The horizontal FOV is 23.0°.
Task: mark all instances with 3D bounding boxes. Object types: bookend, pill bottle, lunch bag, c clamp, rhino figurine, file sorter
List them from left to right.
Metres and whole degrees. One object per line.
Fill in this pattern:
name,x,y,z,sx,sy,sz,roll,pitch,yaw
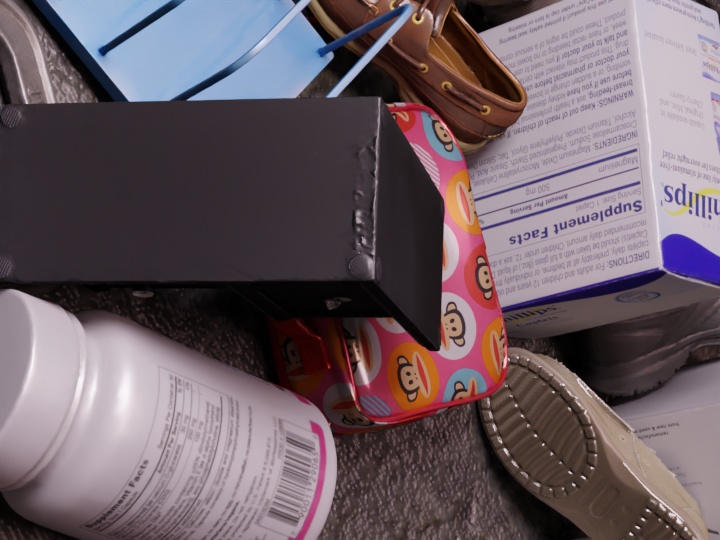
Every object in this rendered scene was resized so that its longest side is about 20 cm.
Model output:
c clamp,-0.214,-0.056,0.931,0.170,0.027,0.202,-6,83,-47
pill bottle,-0.118,0.088,0.922,0.199,0.113,0.114,28,59,-38
file sorter,-0.087,-0.174,1.005,0.200,0.122,0.139,51,55,-15
bookend,-0.067,-0.019,0.946,0.199,0.198,0.093,48,44,-74
lunch bag,0.000,0.000,1.096,0.175,0.082,0.202,-9,85,-47
rhino figurine,0.116,-0.188,1.261,0.200,0.087,0.060,22,58,-58

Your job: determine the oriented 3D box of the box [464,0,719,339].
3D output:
box,0.150,-0.070,1.200,0.104,0.183,0.202,12,70,-45

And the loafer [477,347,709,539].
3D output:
loafer,0.158,0.134,1.202,0.200,0.076,0.068,49,19,12

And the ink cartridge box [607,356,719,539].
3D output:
ink cartridge box,0.269,0.175,1.275,0.147,0.144,0.202,-24,96,-48

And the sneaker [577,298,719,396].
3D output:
sneaker,0.242,0.013,1.285,0.199,0.076,0.091,-28,121,-19

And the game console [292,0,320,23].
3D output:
game console,-0.043,-0.248,1.168,0.199,0.031,0.179,-8,84,-48

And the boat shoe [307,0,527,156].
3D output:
boat shoe,0.032,-0.164,1.141,0.200,0.067,0.072,47,50,-16

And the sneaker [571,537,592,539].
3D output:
sneaker,0.148,0.228,1.155,0.199,0.115,0.074,-30,97,-48
